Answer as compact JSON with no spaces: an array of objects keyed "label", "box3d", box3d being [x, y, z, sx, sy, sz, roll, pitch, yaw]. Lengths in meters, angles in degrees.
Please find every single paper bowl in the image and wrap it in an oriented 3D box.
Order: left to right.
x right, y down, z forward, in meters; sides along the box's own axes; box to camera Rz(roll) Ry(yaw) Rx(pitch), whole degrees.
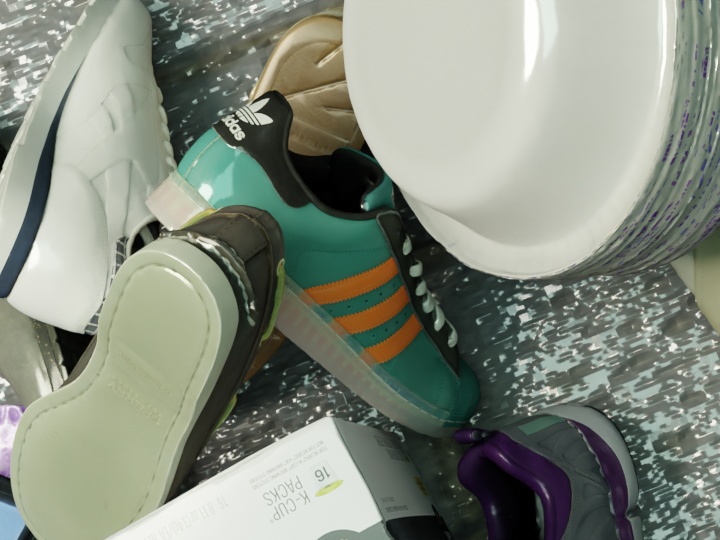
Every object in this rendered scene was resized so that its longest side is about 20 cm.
[{"label":"paper bowl","box3d":[0.068,-0.096,1.017,0.104,0.200,0.202,-3,82,-34]}]

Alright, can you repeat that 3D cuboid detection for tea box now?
[{"label":"tea box","box3d":[-0.007,0.179,1.057,0.133,0.200,0.198,-30,81,4]}]

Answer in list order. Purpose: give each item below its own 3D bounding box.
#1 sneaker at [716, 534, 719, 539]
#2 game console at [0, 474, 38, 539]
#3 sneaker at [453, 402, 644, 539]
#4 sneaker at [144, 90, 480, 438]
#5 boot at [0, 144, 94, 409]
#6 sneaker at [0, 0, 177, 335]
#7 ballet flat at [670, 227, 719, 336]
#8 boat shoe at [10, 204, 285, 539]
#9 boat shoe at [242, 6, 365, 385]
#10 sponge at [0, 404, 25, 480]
[{"label":"sneaker","box3d":[0.238,0.130,1.071,0.198,0.096,0.079,-9,47,6]},{"label":"game console","box3d":[-0.221,0.116,1.072,0.199,0.119,0.173,19,52,9]},{"label":"sneaker","box3d":[0.091,0.159,1.094,0.074,0.087,0.201,-31,72,41]},{"label":"sneaker","box3d":[0.000,0.000,1.089,0.080,0.200,0.071,-47,38,4]},{"label":"boot","box3d":[-0.198,0.029,1.163,0.130,0.068,0.201,-32,65,7]},{"label":"sneaker","box3d":[-0.116,-0.048,1.129,0.080,0.077,0.201,22,45,-10]},{"label":"ballet flat","box3d":[0.157,-0.035,1.085,0.069,0.070,0.201,-7,128,8]},{"label":"boat shoe","box3d":[-0.086,0.050,1.040,0.072,0.061,0.201,43,135,8]},{"label":"boat shoe","box3d":[-0.042,-0.027,1.152,0.071,0.065,0.201,29,106,-3]},{"label":"sponge","box3d":[-0.193,0.118,1.177,0.198,0.030,0.112,0,85,8]}]
